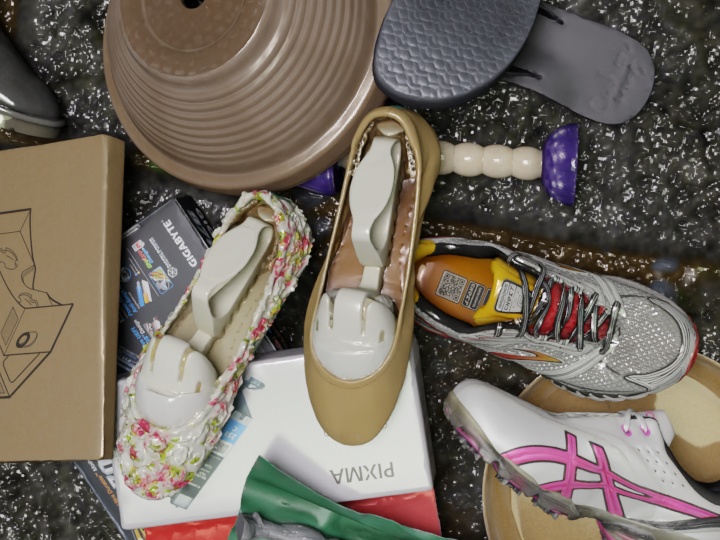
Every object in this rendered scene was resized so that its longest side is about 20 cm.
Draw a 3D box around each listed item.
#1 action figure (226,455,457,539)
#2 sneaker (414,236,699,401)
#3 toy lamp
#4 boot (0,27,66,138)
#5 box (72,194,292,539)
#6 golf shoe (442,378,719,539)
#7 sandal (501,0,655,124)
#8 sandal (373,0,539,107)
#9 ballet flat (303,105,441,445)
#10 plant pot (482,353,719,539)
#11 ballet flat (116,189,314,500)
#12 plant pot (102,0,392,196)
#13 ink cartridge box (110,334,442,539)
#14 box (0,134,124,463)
[{"bbox_3d":[0.015,0.191,0.821,0.198,0.055,0.119,15,116,-12],"label":"action figure"},{"bbox_3d":[0.105,0.029,0.822,0.198,0.082,0.079,13,87,15],"label":"sneaker"},{"bbox_3d":[0.037,-0.073,0.851,0.197,0.058,0.059,2,96,7],"label":"toy lamp"},{"bbox_3d":[-0.232,-0.208,0.865,0.181,0.073,0.201,30,98,3],"label":"boot"},{"bbox_3d":[-0.125,0.076,0.893,0.158,0.046,0.201,-34,91,9],"label":"box"},{"bbox_3d":[0.144,0.114,0.826,0.199,0.073,0.093,32,93,-7],"label":"golf shoe"},{"bbox_3d":[0.088,-0.147,0.842,0.198,0.043,0.077,15,98,6],"label":"sandal"},{"bbox_3d":[0.075,-0.167,0.804,0.076,0.043,0.201,34,65,4],"label":"sandal"},{"bbox_3d":[0.000,0.000,0.786,0.068,0.063,0.203,7,84,15],"label":"ballet flat"},{"bbox_3d":[0.178,0.144,0.870,0.197,0.027,0.203,1,97,8],"label":"plant pot"},{"bbox_3d":[-0.094,0.036,0.799,0.075,0.064,0.202,19,72,18],"label":"ballet flat"},{"bbox_3d":[-0.081,-0.151,0.812,0.198,0.093,0.204,-2,83,20],"label":"plant pot"},{"bbox_3d":[-0.050,0.141,0.846,0.197,0.045,0.179,-9,94,7],"label":"ink cartridge box"},{"bbox_3d":[-0.222,0.021,0.862,0.162,0.021,0.203,-6,77,27],"label":"box"}]
